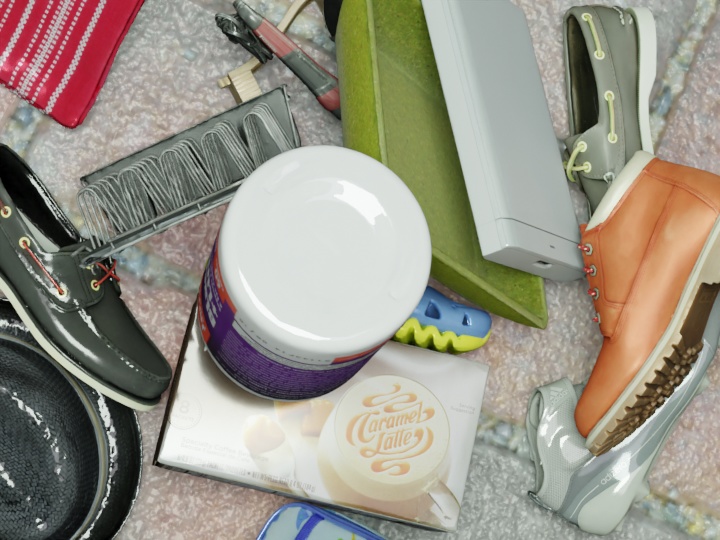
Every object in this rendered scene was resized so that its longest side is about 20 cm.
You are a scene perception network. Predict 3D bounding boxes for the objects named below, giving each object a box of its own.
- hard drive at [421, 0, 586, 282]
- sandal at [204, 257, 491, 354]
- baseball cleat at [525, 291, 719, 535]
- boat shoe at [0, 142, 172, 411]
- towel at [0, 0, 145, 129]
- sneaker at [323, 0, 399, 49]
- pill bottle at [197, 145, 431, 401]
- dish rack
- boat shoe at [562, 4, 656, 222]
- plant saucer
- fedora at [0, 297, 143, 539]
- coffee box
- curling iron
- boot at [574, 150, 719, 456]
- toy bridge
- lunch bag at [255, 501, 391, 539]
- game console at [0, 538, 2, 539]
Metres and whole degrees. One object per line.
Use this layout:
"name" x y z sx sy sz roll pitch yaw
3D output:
"hard drive" 0.097 -0.098 0.940 0.027 0.132 0.201 -21 72 28
"sandal" 0.000 0.000 0.950 0.199 0.079 0.087 22 77 -8
"baseball cleat" 0.182 0.081 0.974 0.106 0.070 0.201 29 79 -6
"boat shoe" -0.192 0.005 0.908 0.063 0.074 0.202 -43 87 14
"towel" -0.239 -0.201 0.922 0.199 0.023 0.145 33 110 -4
"sneaker" 0.035 -0.240 0.953 0.070 0.090 0.201 29 67 5
"pill bottle" -0.035 0.013 0.796 0.111 0.200 0.112 3 74 -11
"dish rack" -0.107 -0.058 0.866 0.153 0.200 0.055 -25 100 4
"boat shoe" 0.172 -0.092 0.992 0.060 0.072 0.203 5 78 -10
"plant saucer" 0.046 -0.073 0.912 0.048 0.200 0.201 -21 59 28
"fedora" -0.233 0.109 0.885 0.199 0.092 0.202 1 83 -10
"coffee box" -0.028 0.097 0.929 0.199 0.080 0.115 15 79 -8
"curling iron" -0.018 -0.120 0.954 0.200 0.050 0.026 35 90 -25
"boot" 0.179 0.020 0.924 0.107 0.075 0.201 30 97 24
"toy bridge" -0.012 -0.174 0.991 0.199 0.027 0.067 -27 86 -12
"lunch bag" -0.030 0.259 0.884 0.160 0.082 0.201 25 77 31
"game console" -0.291 0.221 0.851 0.199 0.116 0.176 31 79 -5
